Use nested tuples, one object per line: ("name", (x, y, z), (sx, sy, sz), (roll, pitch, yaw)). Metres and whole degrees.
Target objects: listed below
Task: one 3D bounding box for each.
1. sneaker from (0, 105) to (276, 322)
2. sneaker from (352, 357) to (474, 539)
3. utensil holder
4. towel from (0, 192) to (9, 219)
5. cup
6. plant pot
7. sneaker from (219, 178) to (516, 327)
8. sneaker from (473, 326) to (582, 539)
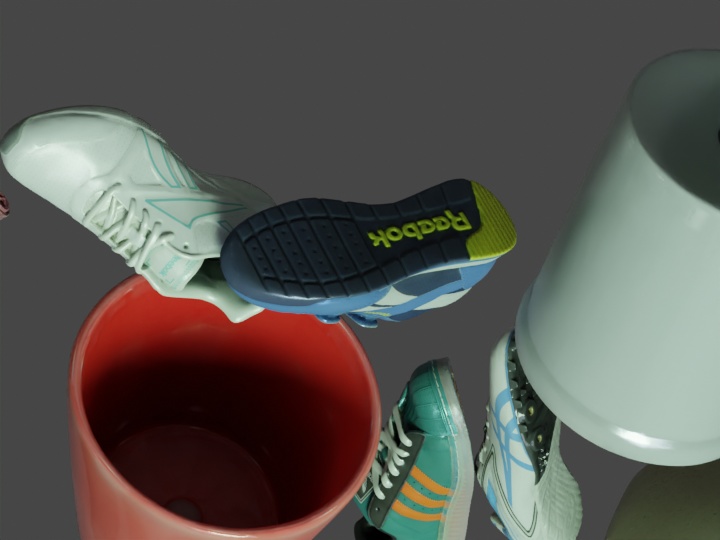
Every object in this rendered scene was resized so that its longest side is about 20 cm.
("sneaker", (-0.126, -0.035, 1.616), (0.200, 0.080, 0.070), (25, 131, -30))
("sneaker", (0.032, 0.136, 1.839), (0.080, 0.072, 0.200), (-8, 140, -7))
("utensil holder", (0.201, -0.010, 1.634), (0.169, 0.170, 0.200), (5, 135, -15))
("towel", (-0.331, -0.041, 1.618), (0.199, 0.023, 0.144), (-21, 139, 16))
("cup", (0.250, 0.211, 1.906), (0.199, 0.144, 0.201), (-4, 138, -4))
("plant pot", (-0.101, 0.121, 1.723), (0.200, 0.201, 0.178), (4, 147, -13))
("sneaker", (0.000, 0.000, 1.651), (0.199, 0.074, 0.082), (-6, 152, -31))
("sneaker", (0.105, 0.117, 1.839), (0.072, 0.072, 0.200), (11, 136, 24))
